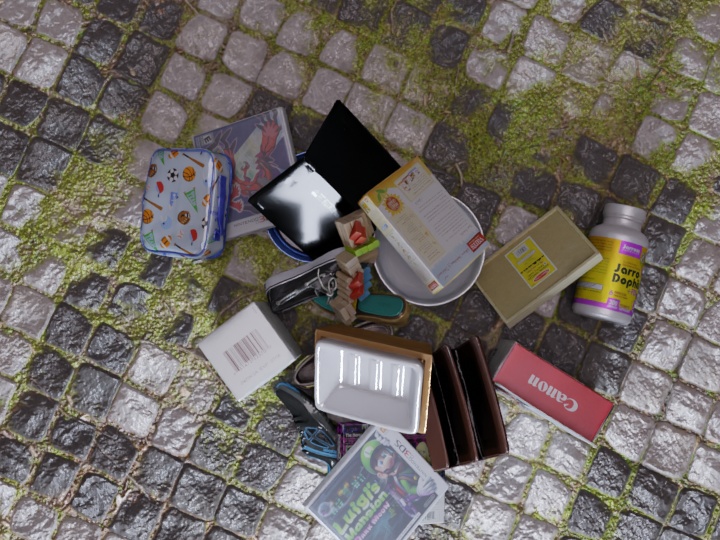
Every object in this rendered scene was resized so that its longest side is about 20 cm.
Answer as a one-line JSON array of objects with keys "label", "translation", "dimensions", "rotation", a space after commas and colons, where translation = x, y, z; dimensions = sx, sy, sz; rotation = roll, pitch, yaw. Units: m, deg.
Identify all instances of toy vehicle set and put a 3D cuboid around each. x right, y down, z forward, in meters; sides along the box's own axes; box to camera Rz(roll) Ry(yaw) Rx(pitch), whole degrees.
[{"label": "toy vehicle set", "translation": [0.302, -0.007, 1.452], "dimensions": [0.200, 0.027, 0.125], "rotation": [-38, 57, 8]}]

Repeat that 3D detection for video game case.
[{"label": "video game case", "translation": [0.054, 0.352, 1.446], "dimensions": [0.199, 0.036, 0.183], "rotation": [1, 89, -22]}, {"label": "video game case", "translation": [0.030, 0.378, 1.404], "dimensions": [0.200, 0.023, 0.182], "rotation": [-46, 104, -16]}, {"label": "video game case", "translation": [-0.196, -0.167, 1.470], "dimensions": [0.181, 0.023, 0.201], "rotation": [-15, 82, 15]}]

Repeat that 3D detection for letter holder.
[{"label": "letter holder", "translation": [0.163, 0.224, 1.402], "dimensions": [0.100, 0.142, 0.201], "rotation": [-10, 76, -15]}]

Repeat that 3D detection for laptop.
[{"label": "laptop", "translation": [-0.053, -0.144, 1.424], "dimensions": [0.200, 0.116, 0.187], "rotation": [-33, 122, 23]}]

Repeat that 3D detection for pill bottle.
[{"label": "pill bottle", "translation": [0.442, -0.012, 1.459], "dimensions": [0.104, 0.104, 0.201], "rotation": [13, 88, 0]}]

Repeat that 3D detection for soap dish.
[{"label": "soap dish", "translation": [0.023, 0.175, 1.375], "dimensions": [0.199, 0.081, 0.158], "rotation": [11, 119, 17]}]

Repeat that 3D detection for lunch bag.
[{"label": "lunch bag", "translation": [-0.298, -0.113, 1.452], "dimensions": [0.159, 0.075, 0.201], "rotation": [6, 91, 23]}]

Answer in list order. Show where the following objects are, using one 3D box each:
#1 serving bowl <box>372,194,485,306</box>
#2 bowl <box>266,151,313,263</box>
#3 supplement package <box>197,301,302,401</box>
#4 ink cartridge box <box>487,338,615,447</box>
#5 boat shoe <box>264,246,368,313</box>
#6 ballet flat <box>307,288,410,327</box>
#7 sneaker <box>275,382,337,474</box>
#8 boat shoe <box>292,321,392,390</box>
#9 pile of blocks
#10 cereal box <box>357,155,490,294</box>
[{"label": "serving bowl", "translation": [0.119, -0.037, 1.477], "dimensions": [0.199, 0.066, 0.202], "rotation": [0, 88, 0]}, {"label": "bowl", "translation": [-0.077, -0.112, 1.492], "dimensions": [0.199, 0.039, 0.202], "rotation": [0, 88, 0]}, {"label": "supplement package", "translation": [-0.179, 0.131, 1.403], "dimensions": [0.117, 0.200, 0.118], "rotation": [-37, 88, -1]}, {"label": "ink cartridge box", "translation": [0.318, 0.204, 1.416], "dimensions": [0.199, 0.176, 0.084], "rotation": [32, 87, 0]}, {"label": "boat shoe", "translation": [-0.068, 0.019, 1.436], "dimensions": [0.198, 0.074, 0.068], "rotation": [-19, 62, -1]}, {"label": "ballet flat", "translation": [-0.003, 0.064, 1.469], "dimensions": [0.199, 0.063, 0.069], "rotation": [15, 70, 26]}, {"label": "sneaker", "translation": [-0.084, 0.282, 1.462], "dimensions": [0.082, 0.073, 0.200], "rotation": [-44, 89, -3]}, {"label": "boat shoe", "translation": [-0.031, 0.149, 1.473], "dimensions": [0.199, 0.060, 0.072], "rotation": [-27, 89, -1]}, {"label": "pile of blocks", "translation": [0.000, 0.000, 1.386], "dimensions": [0.082, 0.062, 0.201], "rotation": [-3, 107, -26]}, {"label": "cereal box", "translation": [0.108, -0.077, 1.394], "dimensions": [0.144, 0.040, 0.200], "rotation": [-38, 88, -35]}]
